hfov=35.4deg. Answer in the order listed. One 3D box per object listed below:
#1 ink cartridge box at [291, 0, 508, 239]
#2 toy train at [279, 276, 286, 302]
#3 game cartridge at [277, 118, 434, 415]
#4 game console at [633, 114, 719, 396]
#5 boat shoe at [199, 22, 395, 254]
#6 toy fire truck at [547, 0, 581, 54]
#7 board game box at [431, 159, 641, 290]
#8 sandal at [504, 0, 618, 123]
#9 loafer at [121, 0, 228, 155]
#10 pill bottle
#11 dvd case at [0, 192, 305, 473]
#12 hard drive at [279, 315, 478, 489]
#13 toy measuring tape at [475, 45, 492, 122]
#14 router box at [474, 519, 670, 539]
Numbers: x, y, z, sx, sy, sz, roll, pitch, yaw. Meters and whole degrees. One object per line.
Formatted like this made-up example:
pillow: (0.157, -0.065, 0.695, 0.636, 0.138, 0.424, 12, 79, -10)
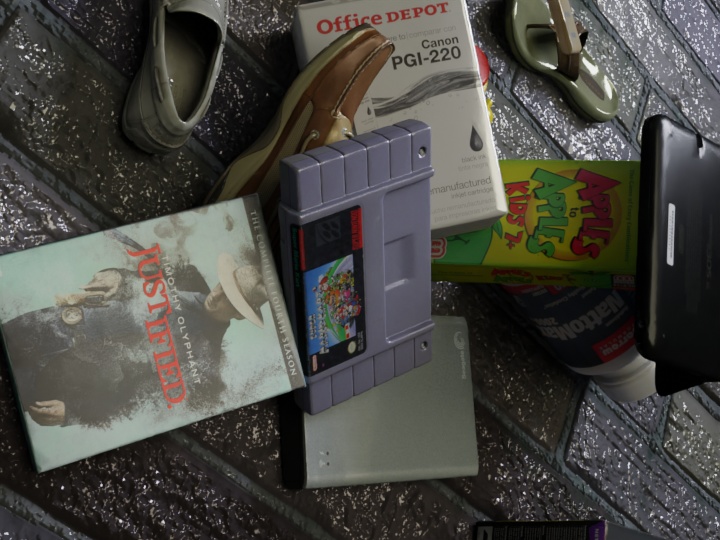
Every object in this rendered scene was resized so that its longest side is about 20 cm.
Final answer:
ink cartridge box: (0.031, -0.126, 0.939, 0.143, 0.085, 0.204, -11, 85, -6)
toy train: (-0.051, 0.017, 0.859, 0.201, 0.034, 0.046, -51, 152, -9)
game cartridge: (0.000, 0.000, 0.843, 0.128, 0.038, 0.203, -24, 124, -35)
game console: (0.257, -0.006, 0.976, 0.174, 0.115, 0.204, 17, 72, -38)
boat shoe: (-0.037, -0.090, 0.856, 0.074, 0.201, 0.076, 41, 8, 9)
toy fire truck: (0.117, -0.282, 1.023, 0.198, 0.130, 0.176, 31, 41, 18)
board game box: (0.150, -0.043, 0.999, 0.048, 0.196, 0.103, 56, 40, -64)
sandal: (0.223, -0.235, 1.201, 0.200, 0.057, 0.081, 33, 60, -33)
loafer: (-0.128, -0.184, 0.858, 0.069, 0.069, 0.204, 22, 66, -37)
pill bottle: (0.225, 0.029, 1.099, 0.200, 0.119, 0.120, 48, 53, -23)
dvd case: (-0.145, 0.039, 0.781, 0.197, 0.022, 0.149, -15, 91, -26)
hard drive: (0.018, 0.107, 0.951, 0.198, 0.033, 0.142, 5, 77, -42)
toy measuring tape: (0.062, -0.209, 1.040, 0.200, 0.073, 0.074, 45, 54, -26)
router box: (0.220, 0.267, 1.021, 0.198, 0.148, 0.052, 23, 66, -37)
